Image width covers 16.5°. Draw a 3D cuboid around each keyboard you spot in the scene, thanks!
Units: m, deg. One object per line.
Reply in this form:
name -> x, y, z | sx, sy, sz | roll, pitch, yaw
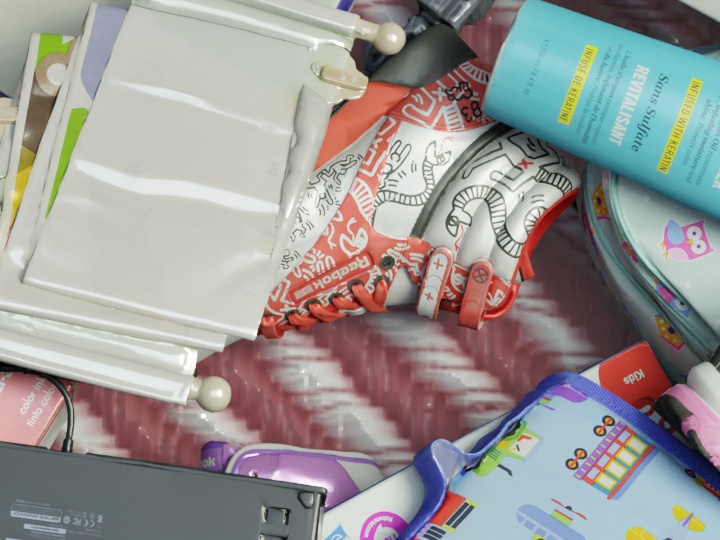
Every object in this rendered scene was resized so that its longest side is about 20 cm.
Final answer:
keyboard -> -0.112, 0.082, 0.938 | 0.199, 0.021, 0.127 | 8, 82, -3

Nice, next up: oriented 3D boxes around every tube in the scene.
tube -> 0.149, -0.050, 0.991 | 0.200, 0.050, 0.078 | 22, 103, 7

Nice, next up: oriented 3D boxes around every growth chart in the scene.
growth chart -> -0.082, -0.040, 0.961 | 0.144, 0.018, 0.200 | 22, 65, 3

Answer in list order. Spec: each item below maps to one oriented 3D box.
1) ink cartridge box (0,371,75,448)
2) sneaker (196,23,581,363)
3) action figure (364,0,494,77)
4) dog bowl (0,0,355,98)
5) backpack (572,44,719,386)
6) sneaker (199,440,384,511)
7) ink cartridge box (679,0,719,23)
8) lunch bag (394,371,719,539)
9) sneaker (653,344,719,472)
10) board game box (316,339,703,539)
ink cartridge box -> -0.217, 0.027, 1.006 | 0.200, 0.116, 0.068 | 31, 78, -2
sneaker -> 0.000, -0.001, 1.050 | 0.201, 0.067, 0.108 | -44, 81, -3
action figure -> 0.044, -0.179, 1.092 | 0.193, 0.105, 0.200 | 31, 76, 8
dog bowl -> -0.092, -0.158, 1.041 | 0.199, 0.079, 0.201 | 1, 100, 5
backpack -> 0.186, -0.007, 1.066 | 0.167, 0.127, 0.200 | -42, 85, -10
sneaker -> -0.071, 0.136, 1.034 | 0.200, 0.073, 0.115 | -19, 82, -22
ink cartridge box -> 0.212, -0.125, 1.067 | 0.116, 0.200, 0.067 | 33, 107, 27
lunch bag -> 0.096, 0.138, 0.956 | 0.200, 0.094, 0.151 | 44, 59, 3
sneaker -> 0.219, 0.080, 0.976 | 0.200, 0.080, 0.086 | 35, 97, -19
board game box -> 0.082, 0.157, 1.019 | 0.200, 0.056, 0.196 | -26, 85, -34
